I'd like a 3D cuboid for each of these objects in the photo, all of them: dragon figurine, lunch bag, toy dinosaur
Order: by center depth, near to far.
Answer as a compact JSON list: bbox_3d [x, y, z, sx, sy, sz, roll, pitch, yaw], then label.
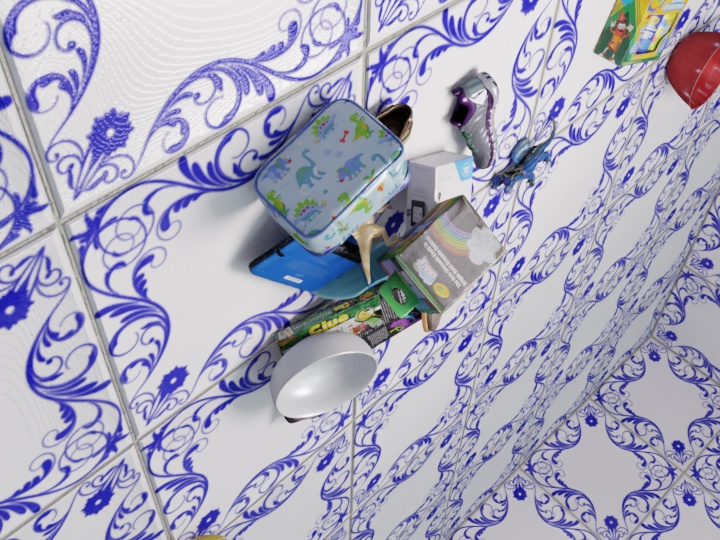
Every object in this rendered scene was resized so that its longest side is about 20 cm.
[{"bbox_3d":[-0.041,-0.134,1.193,0.200,0.161,0.083,-45,155,-8],"label":"lunch bag"},{"bbox_3d":[0.011,-0.064,1.366,0.058,0.203,0.101,-17,161,38],"label":"toy dinosaur"},{"bbox_3d":[0.352,-0.236,1.772,0.201,0.059,0.099,-54,153,7],"label":"dragon figurine"}]

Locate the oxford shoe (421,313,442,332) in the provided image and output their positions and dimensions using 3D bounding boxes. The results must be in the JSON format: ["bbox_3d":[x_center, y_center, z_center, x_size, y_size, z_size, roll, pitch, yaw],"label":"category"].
[{"bbox_3d":[0.169,0.031,1.649,0.071,0.072,0.202,-15,121,-68],"label":"oxford shoe"}]

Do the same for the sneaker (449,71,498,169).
[{"bbox_3d":[0.193,-0.257,1.517,0.087,0.075,0.201,-23,137,-15],"label":"sneaker"}]

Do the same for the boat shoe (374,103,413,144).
[{"bbox_3d":[0.012,-0.187,1.285,0.203,0.074,0.075,-51,176,-31],"label":"boat shoe"}]

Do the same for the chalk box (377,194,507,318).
[{"bbox_3d":[0.116,-0.009,1.397,0.200,0.125,0.124,-41,-173,-10],"label":"chalk box"}]

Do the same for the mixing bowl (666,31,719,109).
[{"bbox_3d":[0.838,-0.515,2.123,0.199,0.108,0.201,-36,148,-27],"label":"mixing bowl"}]

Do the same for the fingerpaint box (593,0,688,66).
[{"bbox_3d":[0.597,-0.525,1.783,0.199,0.073,0.168,-20,139,-45],"label":"fingerpaint box"}]

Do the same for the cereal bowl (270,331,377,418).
[{"bbox_3d":[-0.073,0.174,1.516,0.198,0.084,0.201,-20,146,-14],"label":"cereal bowl"}]

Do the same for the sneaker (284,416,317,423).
[{"bbox_3d":[-0.080,0.249,1.701,0.199,0.081,0.087,-8,143,-43],"label":"sneaker"}]

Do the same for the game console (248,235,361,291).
[{"bbox_3d":[-0.078,-0.067,1.347,0.170,0.119,0.200,-31,157,18],"label":"game console"}]

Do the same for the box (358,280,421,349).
[{"bbox_3d":[0.029,0.091,1.639,0.199,0.036,0.144,-29,144,-7],"label":"box"}]

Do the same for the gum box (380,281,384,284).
[{"bbox_3d":[0.110,0.009,1.713,0.169,0.044,0.201,-32,147,-31],"label":"gum box"}]

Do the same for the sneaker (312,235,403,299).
[{"bbox_3d":[0.000,0.000,1.506,0.198,0.080,0.131,-17,180,-6],"label":"sneaker"}]

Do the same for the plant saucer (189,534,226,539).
[{"bbox_3d":[-0.381,0.616,1.690,0.199,0.048,0.201,-10,131,-53],"label":"plant saucer"}]

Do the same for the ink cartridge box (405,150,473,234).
[{"bbox_3d":[0.142,-0.104,1.535,0.115,0.066,0.202,-21,120,-45],"label":"ink cartridge box"}]

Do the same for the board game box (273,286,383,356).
[{"bbox_3d":[-0.054,0.104,1.535,0.198,0.024,0.105,-25,145,-9],"label":"board game box"}]
